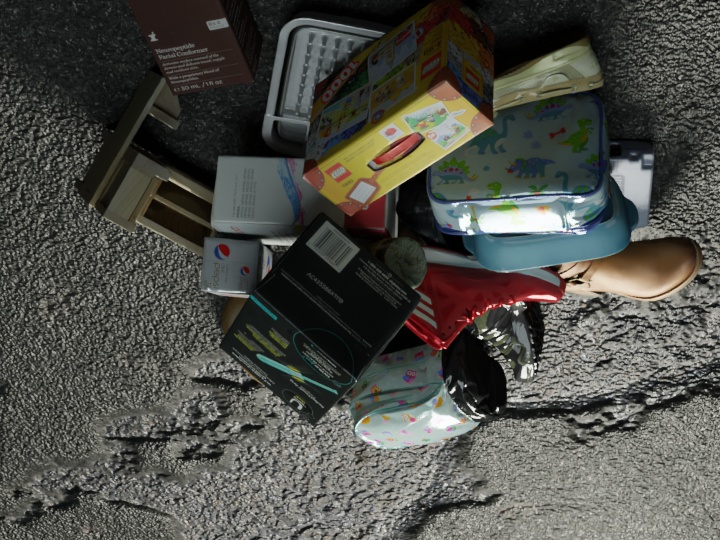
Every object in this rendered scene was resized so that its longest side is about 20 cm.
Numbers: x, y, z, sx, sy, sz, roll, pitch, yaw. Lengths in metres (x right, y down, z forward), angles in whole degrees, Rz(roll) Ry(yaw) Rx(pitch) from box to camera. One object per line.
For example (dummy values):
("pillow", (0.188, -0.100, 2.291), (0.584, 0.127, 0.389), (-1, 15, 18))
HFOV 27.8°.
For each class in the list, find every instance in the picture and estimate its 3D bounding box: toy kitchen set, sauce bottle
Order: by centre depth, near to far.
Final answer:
("toy kitchen set", (-0.202, -0.113, 1.667), (0.180, 0.200, 0.164), (29, 92, -24))
("sauce bottle", (0.000, 0.000, 1.687), (0.065, 0.065, 0.200), (32, 161, -26))

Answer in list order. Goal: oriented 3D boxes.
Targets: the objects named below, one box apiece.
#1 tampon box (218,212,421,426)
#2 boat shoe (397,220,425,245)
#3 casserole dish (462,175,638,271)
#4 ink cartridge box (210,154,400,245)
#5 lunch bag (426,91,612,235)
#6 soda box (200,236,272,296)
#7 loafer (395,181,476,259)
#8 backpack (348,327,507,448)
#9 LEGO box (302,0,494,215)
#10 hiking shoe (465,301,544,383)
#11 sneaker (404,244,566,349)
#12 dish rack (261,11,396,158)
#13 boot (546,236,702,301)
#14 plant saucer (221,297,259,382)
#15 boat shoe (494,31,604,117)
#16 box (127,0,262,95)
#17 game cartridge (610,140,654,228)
("tampon box", (-0.048, 0.059, 1.625), (0.150, 0.126, 0.200), (40, 154, 1))
("boat shoe", (0.067, 0.009, 1.811), (0.074, 0.075, 0.203), (11, 138, 20))
("casserole dish", (0.210, -0.062, 1.632), (0.199, 0.122, 0.039), (-8, 137, 7))
("ink cartridge box", (-0.060, -0.077, 1.683), (0.199, 0.083, 0.146), (3, 173, 7))
("lunch bag", (0.176, -0.120, 1.603), (0.199, 0.161, 0.083), (-3, 146, 12))
("soda box", (-0.148, -0.001, 1.764), (0.068, 0.064, 0.200), (5, 178, 1))
("loafer", (0.115, -0.039, 1.722), (0.070, 0.068, 0.200), (19, 167, 40))
("backpack", (0.078, 0.161, 1.950), (0.199, 0.127, 0.167), (-14, 137, 27))
("LEGO box", (0.041, -0.172, 1.506), (0.200, 0.149, 0.077), (-31, 126, 33))
("hiking shoe", (0.178, 0.064, 1.881), (0.100, 0.076, 0.201), (-1, 129, 21))
("sneaker", (0.134, 0.044, 1.685), (0.199, 0.116, 0.078), (8, 162, 3))
("dish rack", (-0.014, -0.203, 1.620), (0.171, 0.044, 0.200), (11, 138, -4))
("boot", (0.287, -0.011, 1.722), (0.199, 0.074, 0.154), (-15, 157, 39))
("plant saucer", (-0.097, 0.101, 1.936), (0.199, 0.036, 0.201), (11, 131, 13))
("boat shoe", (0.161, -0.191, 1.570), (0.200, 0.073, 0.063), (-23, 109, 10))
("box", (-0.182, -0.285, 1.528), (0.100, 0.075, 0.200), (-8, 134, 16))
("game cartridge", (0.242, -0.095, 1.714), (0.199, 0.041, 0.134), (1, 134, 7))
